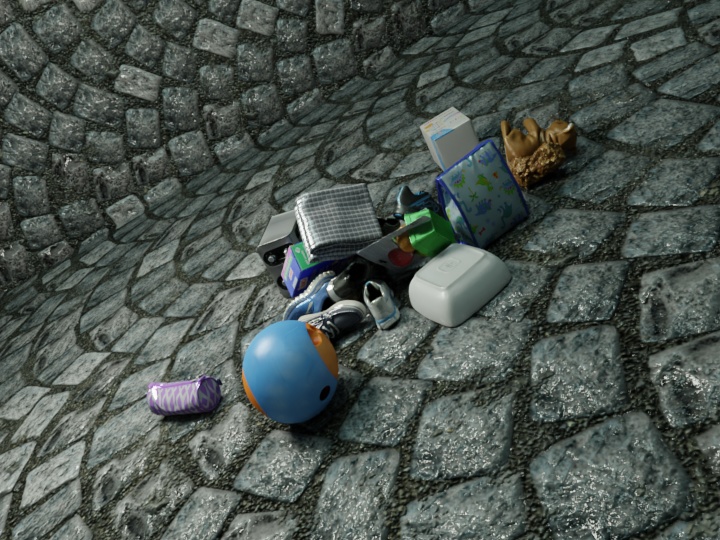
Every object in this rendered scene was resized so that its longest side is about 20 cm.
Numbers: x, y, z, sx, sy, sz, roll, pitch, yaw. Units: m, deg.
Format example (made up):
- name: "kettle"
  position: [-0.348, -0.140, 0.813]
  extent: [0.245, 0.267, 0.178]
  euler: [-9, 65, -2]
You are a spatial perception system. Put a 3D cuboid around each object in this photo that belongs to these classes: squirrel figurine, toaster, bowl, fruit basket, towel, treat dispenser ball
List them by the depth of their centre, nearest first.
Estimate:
- name: "treat dispenser ball"
  position: [-0.140, 0.203, 1.358]
  extent: [0.197, 0.204, 0.202]
  euler: [-23, 27, 13]
- name: "bowl"
  position: [0.206, 0.016, 1.469]
  extent: [0.198, 0.076, 0.199]
  euler: [-37, 26, -14]
- name: "fruit basket"
  position: [0.114, -0.064, 1.570]
  extent: [0.197, 0.183, 0.096]
  euler: [-23, 63, 32]
- name: "towel"
  position: [-0.049, -0.116, 1.611]
  extent: [0.195, 0.086, 0.169]
  euler: [-11, 58, -16]
- name: "squirrel figurine"
  position: [0.467, -0.304, 1.719]
  extent: [0.181, 0.143, 0.203]
  euler: [-12, 44, 12]
- name: "toaster"
  position: [-0.190, -0.056, 1.887]
  extent: [0.116, 0.184, 0.202]
  euler: [-16, 30, 19]

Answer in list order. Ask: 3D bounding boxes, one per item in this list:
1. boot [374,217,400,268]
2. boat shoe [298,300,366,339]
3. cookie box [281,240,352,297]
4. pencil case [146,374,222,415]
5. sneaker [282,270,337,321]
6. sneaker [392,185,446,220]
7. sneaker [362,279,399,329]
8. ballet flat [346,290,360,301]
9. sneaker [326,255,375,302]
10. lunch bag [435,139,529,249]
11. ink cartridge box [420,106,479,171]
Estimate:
- name: "boot"
  position: [0.046, -0.078, 1.729]
  extent: [0.196, 0.133, 0.068]
  euler: [-3, 35, 42]
- name: "boat shoe"
  position: [-0.075, 0.140, 1.562]
  extent: [0.197, 0.075, 0.094]
  euler: [-22, 34, 32]
- name: "cookie box"
  position: [-0.093, -0.029, 1.707]
  extent: [0.196, 0.076, 0.172]
  euler: [-24, -16, -23]
- name: "pencil case"
  position: [-0.427, 0.302, 1.620]
  extent: [0.196, 0.087, 0.085]
  euler: [-14, 28, 31]
- name: "sneaker"
  position: [-0.115, 0.095, 1.640]
  extent: [0.200, 0.090, 0.078]
  euler: [-46, -20, 26]
- name: "sneaker"
  position: [0.173, -0.157, 1.687]
  extent: [0.073, 0.196, 0.085]
  euler: [-1, 80, 57]
- name: "sneaker"
  position: [0.037, 0.052, 1.567]
  extent: [0.074, 0.088, 0.200]
  euler: [-32, 24, 0]
- name: "ballet flat"
  position: [-0.085, 0.057, 1.706]
  extent: [0.196, 0.066, 0.071]
  euler: [-8, 34, 38]
- name: "sneaker"
  position: [0.000, 0.000, 1.603]
  extent: [0.090, 0.067, 0.200]
  euler: [-34, 8, 42]
- name: "lunch bag"
  position: [0.277, -0.178, 1.584]
  extent: [0.168, 0.203, 0.127]
  euler: [-36, 27, -12]
- name: "ink cartridge box"
  position: [0.273, -0.400, 2.053]
  extent: [0.126, 0.127, 0.201]
  euler: [-28, 27, 3]
